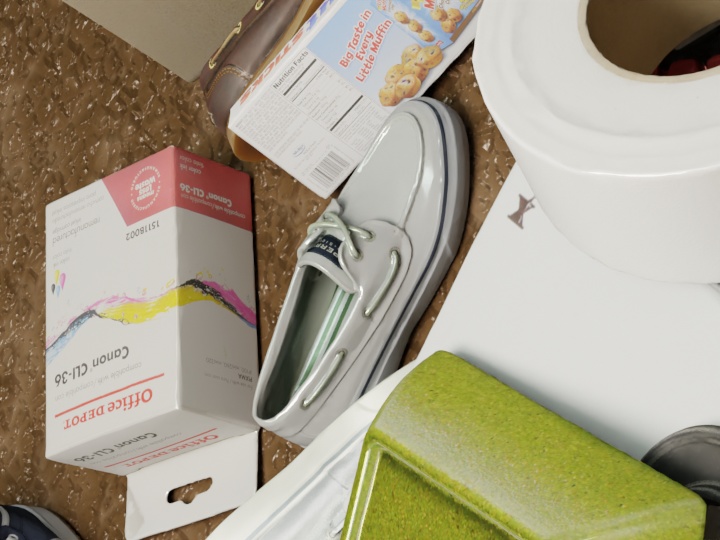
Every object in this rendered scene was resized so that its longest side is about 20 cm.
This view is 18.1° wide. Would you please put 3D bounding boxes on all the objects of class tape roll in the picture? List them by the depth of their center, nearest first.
[{"bbox_3d":[0.151,-0.094,0.930,0.201,0.071,0.203,-17,45,18],"label":"tape roll"}]

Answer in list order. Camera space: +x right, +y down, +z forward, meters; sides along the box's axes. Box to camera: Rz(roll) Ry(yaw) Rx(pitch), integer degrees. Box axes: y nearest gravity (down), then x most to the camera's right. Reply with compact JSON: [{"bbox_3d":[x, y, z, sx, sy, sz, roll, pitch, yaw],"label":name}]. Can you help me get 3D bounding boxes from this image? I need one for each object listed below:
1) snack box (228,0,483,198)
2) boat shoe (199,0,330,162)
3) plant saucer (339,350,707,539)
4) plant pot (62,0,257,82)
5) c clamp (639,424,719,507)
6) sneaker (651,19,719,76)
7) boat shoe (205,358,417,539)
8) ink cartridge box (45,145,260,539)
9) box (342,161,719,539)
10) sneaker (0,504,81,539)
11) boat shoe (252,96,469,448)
[{"bbox_3d":[0.016,-0.130,1.224,0.200,0.072,0.024,-46,19,23],"label":"snack box"},{"bbox_3d":[-0.024,-0.154,1.273,0.200,0.070,0.071,-46,51,24],"label":"boat shoe"},{"bbox_3d":[0.040,0.152,0.922,0.200,0.048,0.201,29,108,57],"label":"plant saucer"},{"bbox_3d":[-0.096,-0.262,1.306,0.176,0.200,0.201,-25,60,23],"label":"plant pot"},{"bbox_3d":[0.119,0.168,0.874,0.200,0.027,0.171,-58,41,24],"label":"c clamp"},{"bbox_3d":[0.193,-0.112,1.020,0.200,0.071,0.098,-12,65,39],"label":"sneaker"},{"bbox_3d":[0.002,0.116,1.161,0.201,0.070,0.072,-42,78,7],"label":"boat shoe"},{"bbox_3d":[-0.121,0.044,1.304,0.116,0.067,0.201,-22,62,38],"label":"ink cartridge box"},{"bbox_3d":[0.127,0.082,0.994,0.199,0.130,0.201,43,112,44],"label":"box"},{"bbox_3d":[-0.186,0.184,1.293,0.200,0.108,0.070,25,95,46],"label":"sneaker"},{"bbox_3d":[0.000,0.000,1.201,0.073,0.067,0.201,12,86,45],"label":"boat shoe"}]
